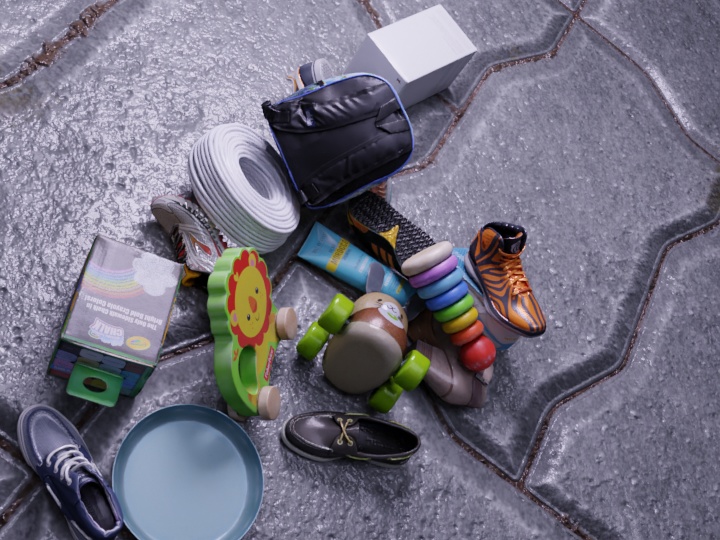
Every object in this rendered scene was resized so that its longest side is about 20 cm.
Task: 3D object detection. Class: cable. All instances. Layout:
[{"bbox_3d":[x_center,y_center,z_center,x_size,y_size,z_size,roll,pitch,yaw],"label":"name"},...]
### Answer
[{"bbox_3d":[-0.168,-0.124,1.344,0.201,0.069,0.200,59,25,3],"label":"cable"}]

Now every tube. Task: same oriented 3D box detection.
[{"bbox_3d":[0.000,0.000,1.424,0.199,0.050,0.078,31,46,-4],"label":"tube"}]

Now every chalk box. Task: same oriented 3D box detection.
[{"bbox_3d":[-0.322,0.081,1.164,0.124,0.124,0.201,21,57,-17],"label":"chalk box"}]

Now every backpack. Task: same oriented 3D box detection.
[{"bbox_3d":[-0.026,-0.208,1.389,0.199,0.147,0.184,-22,99,3],"label":"backpack"}]

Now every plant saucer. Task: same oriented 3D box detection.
[{"bbox_3d":[-0.223,0.273,1.167,0.199,0.027,0.201,13,59,-22],"label":"plant saucer"}]

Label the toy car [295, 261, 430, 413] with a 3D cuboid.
[{"bbox_3d":[0.030,0.075,1.332,0.164,0.158,0.200,36,48,-4],"label":"toy car"}]

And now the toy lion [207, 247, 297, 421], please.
[{"bbox_3d":[-0.156,0.078,1.211,0.068,0.192,0.201,-3,56,19],"label":"toy lion"}]

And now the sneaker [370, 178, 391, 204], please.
[{"bbox_3d":[0.026,-0.179,1.515,0.080,0.071,0.202,10,72,-66],"label":"sneaker"}]

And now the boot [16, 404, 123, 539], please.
[{"bbox_3d":[-0.344,0.238,1.083,0.073,0.090,0.201,-29,79,-35],"label":"boot"}]

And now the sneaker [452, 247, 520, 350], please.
[{"bbox_3d":[0.193,0.043,1.482,0.076,0.081,0.200,-12,50,-30],"label":"sneaker"}]

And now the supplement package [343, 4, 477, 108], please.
[{"bbox_3d":[0.090,-0.377,1.630,0.200,0.117,0.118,-32,81,-37],"label":"supplement package"}]

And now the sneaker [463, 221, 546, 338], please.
[{"bbox_3d":[0.231,0.004,1.391,0.077,0.112,0.200,-12,51,-29],"label":"sneaker"}]

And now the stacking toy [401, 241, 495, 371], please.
[{"bbox_3d":[0.140,0.062,1.356,0.085,0.085,0.201,-31,96,-36],"label":"stacking toy"}]

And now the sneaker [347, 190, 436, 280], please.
[{"bbox_3d":[0.057,-0.040,1.442,0.200,0.090,0.070,45,72,6],"label":"sneaker"}]

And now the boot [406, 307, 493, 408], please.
[{"bbox_3d":[0.147,0.119,1.426,0.146,0.070,0.201,31,52,-18],"label":"boot"}]

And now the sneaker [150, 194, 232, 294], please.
[{"bbox_3d":[-0.235,-0.026,1.295,0.200,0.078,0.082,48,58,6],"label":"sneaker"}]

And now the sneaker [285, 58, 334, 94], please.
[{"bbox_3d":[-0.069,-0.245,1.507,0.078,0.079,0.201,-20,97,-68],"label":"sneaker"}]

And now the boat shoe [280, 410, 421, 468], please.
[{"bbox_3d":[-0.011,0.233,1.276,0.200,0.061,0.072,13,58,-21],"label":"boat shoe"}]
